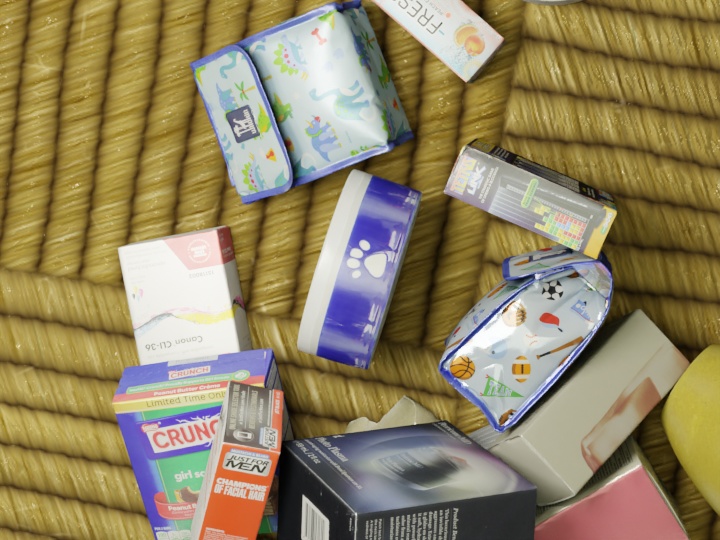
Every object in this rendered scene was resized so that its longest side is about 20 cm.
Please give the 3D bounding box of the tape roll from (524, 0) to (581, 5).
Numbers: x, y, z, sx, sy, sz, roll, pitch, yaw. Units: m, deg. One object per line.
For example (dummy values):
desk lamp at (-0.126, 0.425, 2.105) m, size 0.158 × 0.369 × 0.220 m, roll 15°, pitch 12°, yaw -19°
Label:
tape roll at (0.205, -0.381, 1.624) m, size 0.202 × 0.071 × 0.203 m, roll 1°, pitch 95°, yaw 7°

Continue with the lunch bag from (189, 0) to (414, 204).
lunch bag at (-0.070, -0.179, 1.657) m, size 0.200 × 0.127 × 0.170 m, roll -18°, pitch 96°, yaw 21°

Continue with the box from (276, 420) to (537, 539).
box at (0.042, 0.244, 1.548) m, size 0.198 × 0.200 × 0.123 m, roll -4°, pitch 106°, yaw -25°

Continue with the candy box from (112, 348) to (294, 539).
candy box at (-0.161, 0.194, 1.687) m, size 0.169 × 0.077 × 0.200 m, roll -8°, pitch 118°, yaw 8°

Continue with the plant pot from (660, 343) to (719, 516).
plant pot at (0.400, 0.157, 1.610) m, size 0.142 × 0.200 × 0.200 m, roll 37°, pitch 99°, yaw 24°

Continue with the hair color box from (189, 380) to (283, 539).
hair color box at (-0.131, 0.229, 1.599) m, size 0.064 × 0.111 × 0.200 m, roll 11°, pitch 120°, yaw -7°

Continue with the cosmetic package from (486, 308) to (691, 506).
cosmetic package at (0.239, 0.144, 1.613) m, size 0.200 × 0.103 × 0.087 m, roll -43°, pitch 90°, yaw -21°

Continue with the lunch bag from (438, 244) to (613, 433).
lunch bag at (0.182, 0.051, 1.621) m, size 0.124 × 0.170 × 0.200 m, roll 45°, pitch 100°, yaw -2°

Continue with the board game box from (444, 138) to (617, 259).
board game box at (0.178, -0.077, 1.593) m, size 0.165 × 0.200 × 0.057 m, roll 23°, pitch 99°, yaw 5°

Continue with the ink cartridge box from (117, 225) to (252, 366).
ink cartridge box at (-0.189, 0.059, 1.716) m, size 0.116 × 0.067 × 0.200 m, roll -10°, pitch 95°, yaw 8°

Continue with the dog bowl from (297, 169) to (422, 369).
dog bowl at (0.000, 0.000, 1.621) m, size 0.079 × 0.200 × 0.200 m, roll 18°, pitch 97°, yaw 3°

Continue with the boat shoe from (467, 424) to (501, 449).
boat shoe at (0.131, 0.221, 1.701) m, size 0.200 × 0.072 × 0.071 m, roll -25°, pitch 100°, yaw 19°

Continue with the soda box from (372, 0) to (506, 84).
soda box at (0.062, -0.288, 1.651) m, size 0.200 × 0.068 × 0.064 m, roll 42°, pitch 99°, yaw 2°

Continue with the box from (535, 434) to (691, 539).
box at (0.236, 0.278, 1.654) m, size 0.200 × 0.128 × 0.109 m, roll -32°, pitch 97°, yaw 9°

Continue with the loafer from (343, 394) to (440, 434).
loafer at (-0.003, 0.202, 1.687) m, size 0.200 × 0.076 × 0.068 m, roll -27°, pitch 72°, yaw -24°
